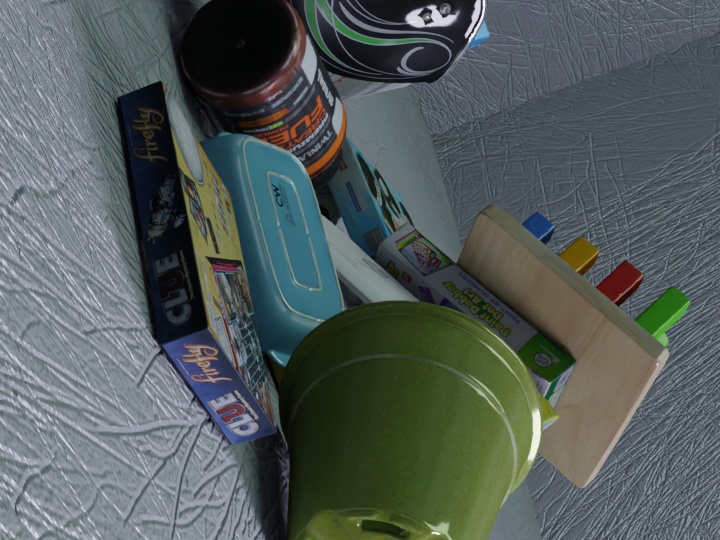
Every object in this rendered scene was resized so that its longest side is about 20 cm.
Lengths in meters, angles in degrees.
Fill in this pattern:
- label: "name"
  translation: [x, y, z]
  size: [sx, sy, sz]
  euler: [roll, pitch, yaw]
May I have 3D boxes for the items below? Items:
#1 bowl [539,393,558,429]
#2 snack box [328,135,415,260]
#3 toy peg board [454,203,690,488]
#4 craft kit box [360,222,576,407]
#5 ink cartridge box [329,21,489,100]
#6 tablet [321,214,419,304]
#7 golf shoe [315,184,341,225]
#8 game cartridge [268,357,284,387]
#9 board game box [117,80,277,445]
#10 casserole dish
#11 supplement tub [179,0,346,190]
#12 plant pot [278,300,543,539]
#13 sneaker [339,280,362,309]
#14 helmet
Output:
- label: "bowl"
  translation: [0.053, 0.130, 1.578]
  size: [0.108, 0.199, 0.200]
  euler: [58, 5, 9]
- label: "snack box"
  translation: [0.020, -0.041, 1.801]
  size: [0.117, 0.037, 0.200]
  euler: [68, 9, 18]
- label: "toy peg board"
  translation: [0.179, 0.049, 1.678]
  size: [0.199, 0.098, 0.201]
  euler: [41, -38, 16]
- label: "craft kit box"
  translation: [0.080, 0.088, 1.702]
  size: [0.197, 0.048, 0.201]
  euler: [41, -38, 20]
- label: "ink cartridge box"
  translation: [-0.001, -0.218, 1.820]
  size: [0.199, 0.145, 0.085]
  euler: [-17, 86, -39]
- label: "tablet"
  translation: [0.000, 0.000, 1.599]
  size: [0.200, 0.014, 0.130]
  euler: [43, 11, 25]
- label: "golf shoe"
  translation: [-0.046, -0.067, 1.843]
  size: [0.200, 0.077, 0.098]
  euler: [37, 52, -69]
- label: "game cartridge"
  translation: [-0.051, 0.049, 1.571]
  size: [0.200, 0.032, 0.178]
  euler: [-73, 144, -80]
- label: "board game box"
  translation: [-0.107, -0.004, 1.247]
  size: [0.136, 0.034, 0.201]
  euler: [62, 11, -53]
- label: "casserole dish"
  translation: [-0.064, -0.023, 1.456]
  size: [0.121, 0.039, 0.202]
  euler: [17, 51, -54]
- label: "supplement tub"
  translation: [-0.072, -0.141, 1.594]
  size: [0.200, 0.106, 0.108]
  euler: [58, 14, -61]
- label: "plant pot"
  translation: [0.021, 0.156, 1.336]
  size: [0.191, 0.198, 0.202]
  euler: [-72, 145, -57]
- label: "sneaker"
  translation: [-0.005, 0.030, 1.829]
  size: [0.200, 0.072, 0.073]
  euler: [-8, 78, -85]
- label: "helmet"
  translation: [0.007, -0.262, 1.624]
  size: [0.200, 0.189, 0.202]
  euler: [-159, -90, -74]
